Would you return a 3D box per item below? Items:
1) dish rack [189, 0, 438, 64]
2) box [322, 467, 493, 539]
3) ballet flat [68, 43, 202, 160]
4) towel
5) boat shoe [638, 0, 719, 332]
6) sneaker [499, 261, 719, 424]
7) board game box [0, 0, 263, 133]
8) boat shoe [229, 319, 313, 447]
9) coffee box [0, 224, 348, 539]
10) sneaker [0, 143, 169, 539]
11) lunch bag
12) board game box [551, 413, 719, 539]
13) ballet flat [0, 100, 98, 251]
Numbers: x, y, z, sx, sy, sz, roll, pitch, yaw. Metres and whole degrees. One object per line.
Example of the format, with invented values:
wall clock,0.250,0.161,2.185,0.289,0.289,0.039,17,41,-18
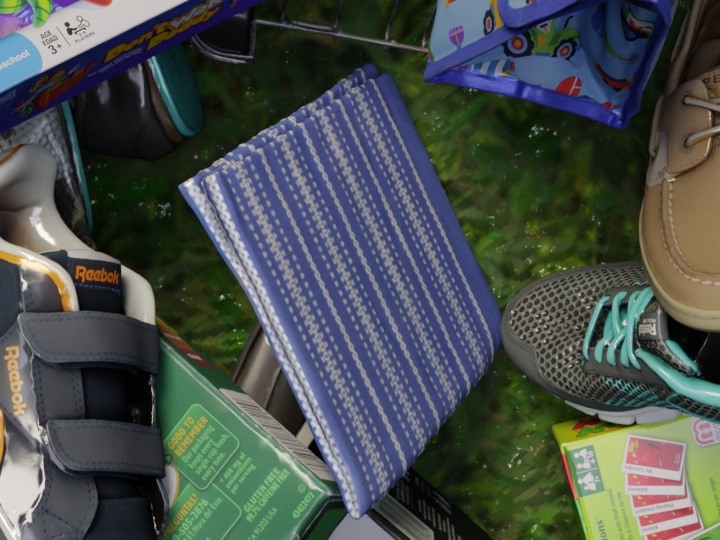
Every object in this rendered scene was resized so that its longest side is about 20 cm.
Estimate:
dish rack,0.032,-0.156,0.829,0.200,0.055,0.154,9,84,-5
box,-0.020,0.193,0.833,0.124,0.149,0.200,40,96,-3
ballet flat,-0.124,-0.143,0.839,0.068,0.068,0.200,-9,97,15
towel,0.000,0.000,0.792,0.024,0.200,0.145,-22,99,25
boat shoe,0.147,-0.053,0.780,0.071,0.200,0.065,-3,128,11
sneaker,0.134,0.026,0.798,0.200,0.091,0.078,8,77,40
board game box,-0.098,-0.150,0.732,0.200,0.045,0.135,-32,83,-30
boat shoe,-0.058,0.080,0.862,0.061,0.072,0.201,34,88,-5
coffee box,-0.111,0.070,0.764,0.200,0.044,0.123,39,96,19
sneaker,-0.111,0.043,0.702,0.079,0.078,0.200,-34,72,17
lunch bag,0.095,-0.151,0.707,0.094,0.200,0.151,12,82,-6
board game box,0.162,0.157,0.880,0.101,0.048,0.200,-15,96,3
ballet flat,-0.142,-0.004,0.839,0.072,0.072,0.201,-15,103,2
